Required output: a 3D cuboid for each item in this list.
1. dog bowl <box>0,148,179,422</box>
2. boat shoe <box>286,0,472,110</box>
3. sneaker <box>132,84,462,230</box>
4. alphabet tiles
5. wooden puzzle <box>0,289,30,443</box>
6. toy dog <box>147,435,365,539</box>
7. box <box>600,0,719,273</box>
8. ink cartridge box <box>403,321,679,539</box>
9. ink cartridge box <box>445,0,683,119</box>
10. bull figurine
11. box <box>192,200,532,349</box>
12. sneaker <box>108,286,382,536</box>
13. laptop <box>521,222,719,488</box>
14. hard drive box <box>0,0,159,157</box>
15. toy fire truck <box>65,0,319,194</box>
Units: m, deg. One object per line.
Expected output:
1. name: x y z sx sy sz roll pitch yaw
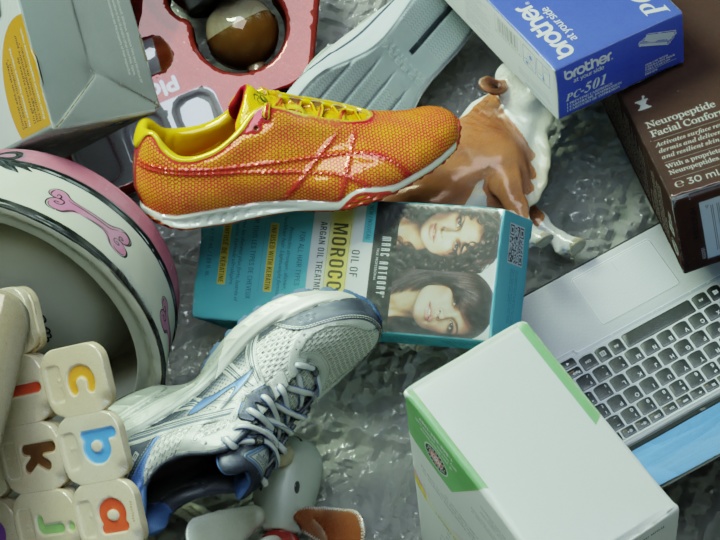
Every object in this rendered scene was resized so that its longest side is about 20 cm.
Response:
1. dog bowl: -0.197 0.013 1.691 0.200 0.200 0.074 14 44 13
2. boat shoe: -0.001 -0.112 1.801 0.200 0.067 0.074 -42 103 -32
3. sneaker: -0.036 -0.075 1.672 0.200 0.077 0.073 -11 23 -10
4. alphabet tiles: -0.207 0.112 1.649 0.195 0.015 0.200 -13 90 38
5. wooden puzzle: -0.300 0.090 1.625 0.200 0.046 0.185 10 78 16
6. toy dog: -0.056 0.183 1.629 0.132 0.096 0.200 -18 61 -5
7. box: 0.212 -0.102 1.751 0.100 0.075 0.200 -18 45 -2
8. ink cartridge box: 0.101 0.145 1.576 0.087 0.200 0.145 -31 61 -15
9. ink cartridge box: 0.110 -0.182 1.764 0.094 0.044 0.200 -25 48 -16
10. bull figurine: 0.065 -0.044 1.758 0.200 0.065 0.121 -34 64 -1
11. box: 0.000 0.000 1.699 0.200 0.049 0.082 4 83 24
12. sneaker: -0.065 0.090 1.634 0.200 0.077 0.085 -34 44 1
13. laptop: 0.190 0.041 1.673 0.187 0.116 0.200 -28 62 -10
14. hard drive box: -0.220 -0.144 1.741 0.077 0.200 0.156 -13 86 -33
15. toy fire truck: -0.117 -0.148 1.828 0.200 0.112 0.168 -21 85 -5
